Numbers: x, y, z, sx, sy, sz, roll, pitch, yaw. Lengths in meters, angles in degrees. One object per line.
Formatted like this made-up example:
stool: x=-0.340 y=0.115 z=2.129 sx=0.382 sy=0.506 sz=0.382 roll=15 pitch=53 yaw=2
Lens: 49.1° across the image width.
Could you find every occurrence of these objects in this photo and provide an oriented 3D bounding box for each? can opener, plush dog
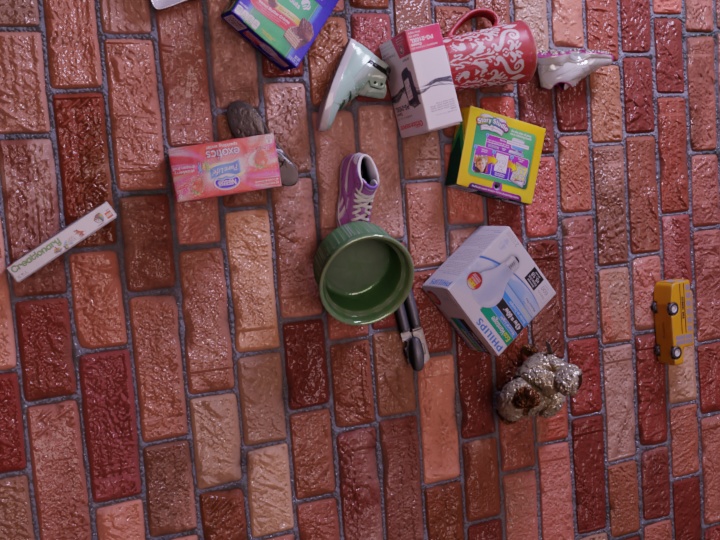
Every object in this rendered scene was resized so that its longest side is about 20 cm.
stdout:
can opener: x=0.109 y=0.112 z=1.687 sx=0.052 sy=0.066 sz=0.203 roll=-16 pitch=94 yaw=-18
plush dog: x=0.374 y=0.265 z=1.757 sx=0.171 sy=0.201 sz=0.161 roll=-36 pitch=71 yaw=-25

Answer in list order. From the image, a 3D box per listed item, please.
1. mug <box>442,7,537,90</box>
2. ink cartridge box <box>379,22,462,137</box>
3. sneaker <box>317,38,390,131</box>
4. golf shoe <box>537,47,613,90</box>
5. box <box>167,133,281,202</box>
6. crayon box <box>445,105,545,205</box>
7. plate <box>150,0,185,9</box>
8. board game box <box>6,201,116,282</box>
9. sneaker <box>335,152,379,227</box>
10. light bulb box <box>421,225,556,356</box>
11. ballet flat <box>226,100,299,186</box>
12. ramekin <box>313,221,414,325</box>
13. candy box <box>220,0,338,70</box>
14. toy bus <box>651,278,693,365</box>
mug: x=0.250 y=-0.463 z=1.697 sx=0.198 sy=0.178 sz=0.135 roll=-14 pitch=134 yaw=-16
ink cartridge box: x=0.122 y=-0.384 z=1.619 sx=0.083 sy=0.145 sz=0.203 roll=-17 pitch=99 yaw=-18
sneaker: x=-0.009 y=-0.357 z=1.605 sx=0.117 sy=0.074 sz=0.203 roll=25 pitch=81 yaw=-14
golf shoe: x=0.488 y=-0.461 z=1.807 sx=0.197 sy=0.075 sz=0.093 roll=-8 pitch=111 yaw=-19
box: x=-0.254 y=-0.193 z=1.489 sx=0.197 sy=0.095 sz=0.104 roll=-9 pitch=99 yaw=-7
crayon box: x=0.298 y=-0.251 z=1.742 sx=0.198 sy=0.058 sz=0.175 roll=12 pitch=87 yaw=-22
plate: x=-0.336 y=-0.615 z=1.490 sx=0.198 sy=0.032 sz=0.202 roll=-25 pitch=101 yaw=-18
board game box: x=-0.526 y=-0.053 z=1.395 sx=0.199 sy=0.126 sz=0.035 roll=-37 pitch=105 yaw=-16
sneaker: x=-0.002 y=-0.137 z=1.602 sx=0.072 sy=0.114 sz=0.203 roll=-7 pitch=97 yaw=-22
light bulb box: x=0.278 y=0.042 z=1.714 sx=0.200 sy=0.125 sz=0.199 roll=-44 pitch=107 yaw=-14
ballet flat: x=-0.192 y=-0.250 z=1.563 sx=0.067 sy=0.046 sz=0.200 roll=-40 pitch=101 yaw=5
ramekin: x=0.000 y=0.000 z=1.586 sx=0.197 sy=0.098 sz=0.202 roll=-9 pitch=120 yaw=-16
candy box: x=-0.146 y=-0.523 z=1.532 sx=0.168 sy=0.077 sz=0.202 roll=35 pitch=79 yaw=-30
toy bus: x=0.770 y=0.127 z=1.942 sx=0.077 sy=0.065 sz=0.203 roll=-8 pitch=95 yaw=-22
